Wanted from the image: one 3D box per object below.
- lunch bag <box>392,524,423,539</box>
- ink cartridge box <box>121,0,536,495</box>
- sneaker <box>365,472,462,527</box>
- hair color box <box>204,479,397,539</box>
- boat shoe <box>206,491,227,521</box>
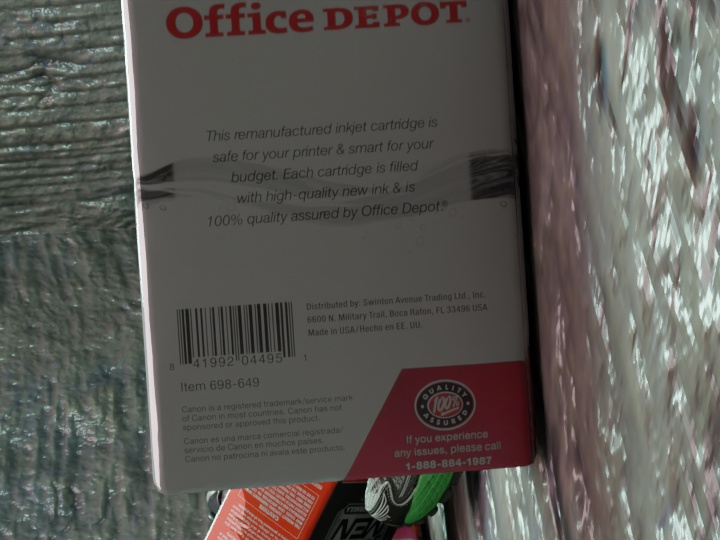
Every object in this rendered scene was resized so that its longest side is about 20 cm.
[{"bbox_3d":[0.001,0.180,1.128,0.200,0.082,0.177,-101,13,-59],"label":"lunch bag"},{"bbox_3d":[-0.014,-0.024,0.668,0.085,0.145,0.201,-150,56,-86],"label":"ink cartridge box"},{"bbox_3d":[0.008,0.032,0.821,0.078,0.085,0.201,-104,11,-66],"label":"sneaker"},{"bbox_3d":[-0.044,0.171,0.958,0.101,0.061,0.201,10,-71,-59],"label":"hair color box"},{"bbox_3d":[-0.066,0.146,1.089,0.072,0.065,0.201,119,155,-50],"label":"boat shoe"}]
